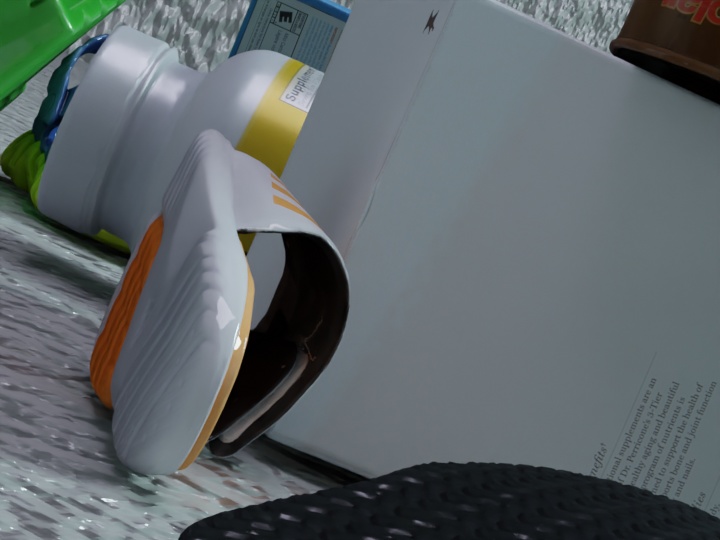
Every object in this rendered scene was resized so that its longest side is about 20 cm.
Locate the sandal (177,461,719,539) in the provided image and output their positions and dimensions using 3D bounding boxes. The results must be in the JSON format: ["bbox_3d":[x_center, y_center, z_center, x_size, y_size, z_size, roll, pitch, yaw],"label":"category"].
[{"bbox_3d":[0.026,0.078,0.608,0.075,0.048,0.200,29,18,36],"label":"sandal"}]

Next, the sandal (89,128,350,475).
[{"bbox_3d":[-0.035,0.021,0.768,0.059,0.079,0.207,25,12,-12],"label":"sandal"}]

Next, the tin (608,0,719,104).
[{"bbox_3d":[0.164,-0.050,0.888,0.112,0.042,0.200,31,5,42],"label":"tin"}]

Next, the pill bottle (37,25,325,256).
[{"bbox_3d":[-0.019,-0.017,1.055,0.199,0.112,0.112,25,4,3],"label":"pill bottle"}]

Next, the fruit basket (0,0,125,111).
[{"bbox_3d":[-0.227,-0.124,1.243,0.156,0.215,0.216,63,-2,-9],"label":"fruit basket"}]

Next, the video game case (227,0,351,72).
[{"bbox_3d":[0.016,-0.034,1.280,0.199,0.144,0.018,25,11,12],"label":"video game case"}]

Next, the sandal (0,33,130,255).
[{"bbox_3d":[-0.110,-0.058,1.252,0.079,0.087,0.200,25,5,-29],"label":"sandal"}]

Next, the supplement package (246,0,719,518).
[{"bbox_3d":[0.074,0.012,0.910,0.199,0.152,0.151,23,1,-13],"label":"supplement package"}]
